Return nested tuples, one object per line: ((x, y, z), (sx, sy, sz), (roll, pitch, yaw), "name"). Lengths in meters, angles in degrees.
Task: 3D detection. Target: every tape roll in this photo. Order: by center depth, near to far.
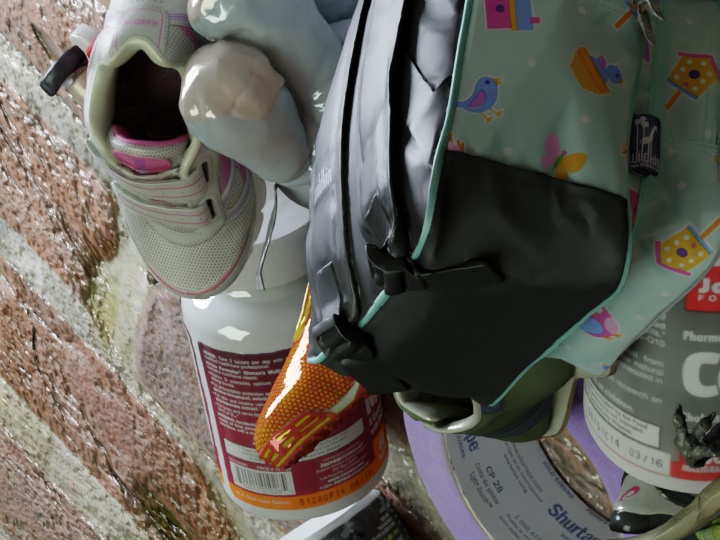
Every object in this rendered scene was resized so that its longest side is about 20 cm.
((0.113, 0.105, 1.264), (0.200, 0.066, 0.201), (35, 143, 32), "tape roll")

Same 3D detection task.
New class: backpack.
((0.063, -0.063, 0.894), (0.176, 0.153, 0.201), (121, 152, -63), "backpack")

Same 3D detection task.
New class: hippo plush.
((0.014, -0.089, 1.123), (0.160, 0.159, 0.201), (-1, 93, 25), "hippo plush")

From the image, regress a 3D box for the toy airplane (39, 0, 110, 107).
((-0.104, -0.138, 1.320), (0.199, 0.141, 0.200), (44, -175, 41), "toy airplane")

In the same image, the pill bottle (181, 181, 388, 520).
((-0.049, 0.044, 1.399), (0.109, 0.109, 0.201), (26, 137, 42), "pill bottle")

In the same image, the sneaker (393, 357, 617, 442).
((0.057, 0.046, 1.093), (0.200, 0.090, 0.067), (116, 142, -75), "sneaker")

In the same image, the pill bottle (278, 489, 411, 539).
((0.019, 0.251, 1.491), (0.200, 0.106, 0.106), (59, 149, -1), "pill bottle")

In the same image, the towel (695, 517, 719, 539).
((0.264, 0.157, 1.059), (0.200, 0.023, 0.144), (33, 152, -9), "towel")

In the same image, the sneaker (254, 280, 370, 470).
((0.000, 0.000, 1.034), (0.077, 0.200, 0.073), (32, 158, -3), "sneaker")

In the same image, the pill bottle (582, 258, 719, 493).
((0.158, -0.007, 1.052), (0.114, 0.114, 0.200), (32, 141, 37), "pill bottle")

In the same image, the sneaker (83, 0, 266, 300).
((-0.102, -0.063, 1.172), (0.081, 0.088, 0.201), (1, 124, 15), "sneaker")

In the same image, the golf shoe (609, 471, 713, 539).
((0.189, 0.162, 1.161), (0.073, 0.092, 0.200), (3, 134, 56), "golf shoe")

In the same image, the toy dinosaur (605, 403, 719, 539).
((0.179, 0.076, 1.008), (0.048, 0.200, 0.088), (62, -176, 23), "toy dinosaur")
